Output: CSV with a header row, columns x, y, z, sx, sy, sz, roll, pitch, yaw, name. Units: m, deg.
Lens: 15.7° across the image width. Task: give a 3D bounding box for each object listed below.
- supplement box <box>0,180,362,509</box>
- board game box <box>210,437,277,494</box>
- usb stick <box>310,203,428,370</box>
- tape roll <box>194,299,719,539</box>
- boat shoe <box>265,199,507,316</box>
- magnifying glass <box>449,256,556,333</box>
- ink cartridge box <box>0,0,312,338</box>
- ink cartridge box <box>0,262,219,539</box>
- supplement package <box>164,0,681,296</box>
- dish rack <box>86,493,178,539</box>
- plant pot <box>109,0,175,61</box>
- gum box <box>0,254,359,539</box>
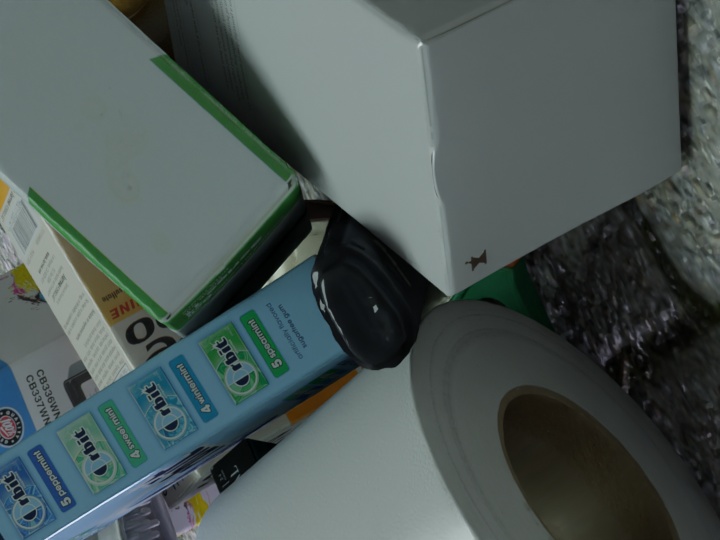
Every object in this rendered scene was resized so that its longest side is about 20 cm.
x,y,z,sx,sy,sz,roll,pitch,yaw,name
-0.093,0.008,1.393,0.200,0.126,0.074,57,156,8,supplement box
0.019,0.172,1.172,0.028,0.135,0.201,-41,56,25,board game box
0.008,-0.009,1.078,0.056,0.033,0.200,60,-168,-11,usb stick
0.049,0.132,1.084,0.139,0.202,0.203,-42,74,25,tape roll
0.000,0.000,1.258,0.199,0.059,0.072,8,112,39,boat shoe
0.061,0.010,1.161,0.079,0.022,0.201,12,127,19,magnifying glass
-0.100,-0.046,1.114,0.147,0.083,0.200,42,177,5,ink cartridge box
-0.160,0.078,1.521,0.146,0.199,0.147,16,131,58,ink cartridge box
0.019,-0.106,1.026,0.200,0.119,0.122,41,149,42,supplement package
-0.114,0.192,1.402,0.172,0.043,0.201,-97,-9,-69,dish rack
-0.107,-0.192,1.216,0.200,0.027,0.201,7,98,58,plant pot
-0.085,0.066,1.139,0.045,0.200,0.170,57,-178,4,gum box
